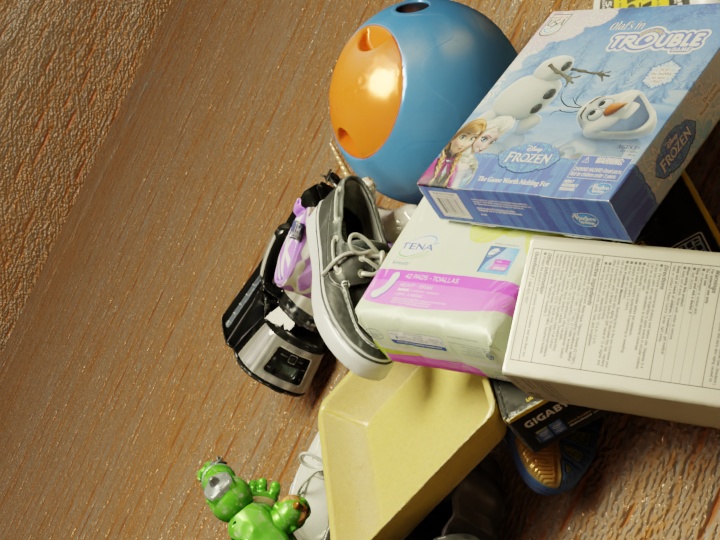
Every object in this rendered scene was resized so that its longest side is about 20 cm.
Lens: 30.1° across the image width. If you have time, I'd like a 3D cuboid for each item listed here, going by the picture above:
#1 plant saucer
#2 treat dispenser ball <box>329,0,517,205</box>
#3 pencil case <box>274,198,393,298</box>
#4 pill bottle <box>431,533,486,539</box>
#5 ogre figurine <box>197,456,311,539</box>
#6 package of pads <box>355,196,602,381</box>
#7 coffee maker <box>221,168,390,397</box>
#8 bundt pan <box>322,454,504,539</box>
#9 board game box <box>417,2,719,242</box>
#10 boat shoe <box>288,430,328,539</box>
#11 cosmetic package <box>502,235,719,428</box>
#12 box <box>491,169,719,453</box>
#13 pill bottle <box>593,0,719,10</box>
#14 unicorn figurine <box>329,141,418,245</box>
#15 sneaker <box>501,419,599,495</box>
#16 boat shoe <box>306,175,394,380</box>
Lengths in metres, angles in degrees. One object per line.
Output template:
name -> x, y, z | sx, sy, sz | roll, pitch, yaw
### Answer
plant saucer -> 0.047, 0.123, 1.098 | 0.200, 0.048, 0.201 | -50, 26, 25
treat dispenser ball -> 0.067, -0.166, 1.326 | 0.201, 0.199, 0.203 | -45, 31, 36
pencil case -> 0.014, 0.003, 1.278 | 0.084, 0.198, 0.086 | 138, 150, -59
pill bottle -> 0.094, 0.284, 0.952 | 0.113, 0.111, 0.200 | -60, 25, 9
ogre figurine -> -0.084, 0.251, 1.226 | 0.120, 0.097, 0.202 | 80, 168, -75
package of pads -> 0.100, -0.015, 1.038 | 0.153, 0.068, 0.201 | 6, 56, 47
coffee maker -> -0.056, 0.017, 1.523 | 0.201, 0.134, 0.192 | -54, 3, 19
bundt pan -> 0.051, 0.220, 1.136 | 0.202, 0.075, 0.203 | -45, 28, 32
board game box -> 0.167, -0.114, 0.980 | 0.199, 0.044, 0.200 | 9, 54, 52
boat shoe -> -0.017, 0.182, 1.299 | 0.204, 0.074, 0.086 | -63, -7, -11
cosmetic package -> 0.204, 0.043, 0.886 | 0.198, 0.071, 0.107 | 8, 75, 30
box -> 0.185, 0.025, 1.011 | 0.199, 0.049, 0.161 | -31, 37, 16
pill bottle -> 0.280, -0.209, 1.045 | 0.199, 0.110, 0.113 | 9, 74, 65
unicorn figurine -> 0.065, -0.043, 1.225 | 0.075, 0.198, 0.137 | -68, 20, -2
sneaker -> 0.139, 0.117, 1.092 | 0.201, 0.074, 0.089 | -92, 21, -51
boat shoe -> 0.002, 0.001, 1.149 | 0.068, 0.073, 0.201 | -52, 30, 35
